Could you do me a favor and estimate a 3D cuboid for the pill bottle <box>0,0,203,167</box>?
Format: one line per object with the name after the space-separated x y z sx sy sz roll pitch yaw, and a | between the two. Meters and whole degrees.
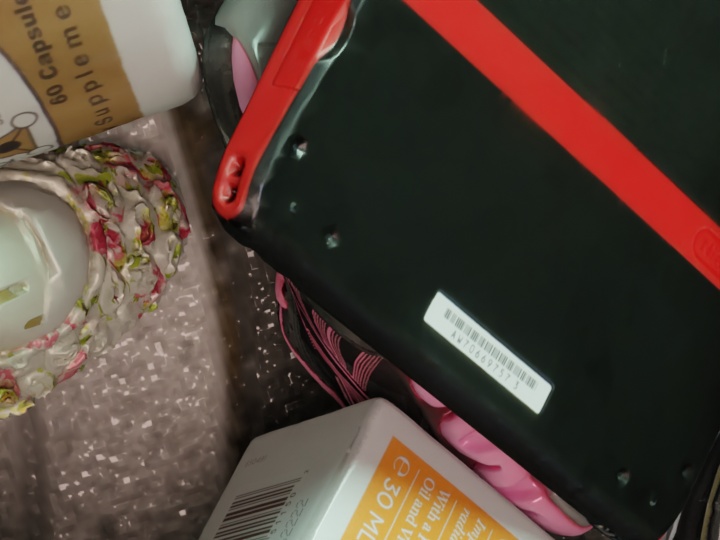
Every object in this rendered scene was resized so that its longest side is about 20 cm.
-0.153 -0.069 0.807 0.200 0.114 0.114 -19 107 -2 | pill bottle

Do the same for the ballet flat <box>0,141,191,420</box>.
-0.134 0.015 0.832 0.200 0.064 0.076 -25 86 -18 | ballet flat

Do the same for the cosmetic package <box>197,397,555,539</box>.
0.038 0.139 0.859 0.200 0.071 0.101 40 57 -21 | cosmetic package

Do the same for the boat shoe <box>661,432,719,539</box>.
0.152 0.024 0.898 0.070 0.066 0.200 28 100 -14 | boat shoe

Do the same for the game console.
0.058 -0.041 0.824 0.200 0.031 0.177 39 72 -37 | game console

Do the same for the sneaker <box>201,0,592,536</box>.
0.000 0.000 0.851 0.079 0.095 0.200 -53 126 -31 | sneaker
